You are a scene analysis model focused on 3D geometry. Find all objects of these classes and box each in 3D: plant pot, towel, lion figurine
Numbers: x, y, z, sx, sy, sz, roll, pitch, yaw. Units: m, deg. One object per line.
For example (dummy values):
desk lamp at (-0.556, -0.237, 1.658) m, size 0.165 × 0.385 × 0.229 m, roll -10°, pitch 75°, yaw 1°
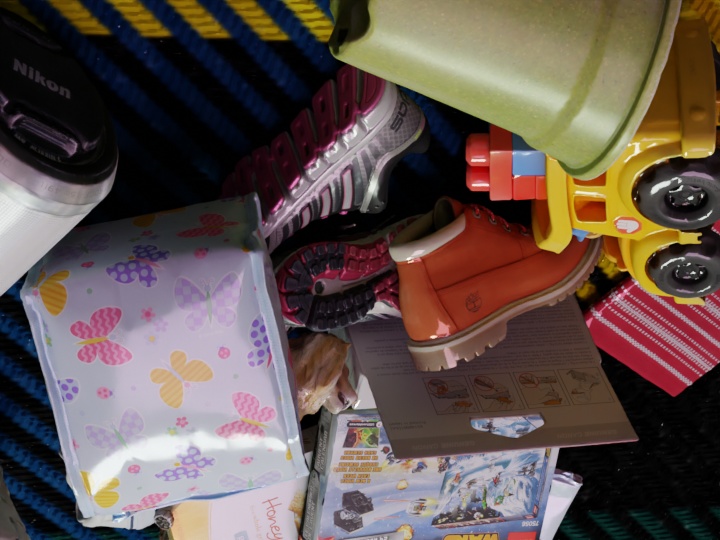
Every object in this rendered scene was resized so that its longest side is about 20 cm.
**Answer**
plant pot at (0.082, -0.175, 1.386) m, size 0.183 × 0.201 × 0.201 m, roll 13°, pitch 132°, yaw -14°
towel at (0.282, 0.016, 1.769) m, size 0.200 × 0.023 × 0.144 m, roll -40°, pitch 132°, yaw 21°
lion figurine at (-0.096, 0.114, 1.634) m, size 0.199 × 0.123 × 0.073 m, roll -20°, pitch 119°, yaw 37°

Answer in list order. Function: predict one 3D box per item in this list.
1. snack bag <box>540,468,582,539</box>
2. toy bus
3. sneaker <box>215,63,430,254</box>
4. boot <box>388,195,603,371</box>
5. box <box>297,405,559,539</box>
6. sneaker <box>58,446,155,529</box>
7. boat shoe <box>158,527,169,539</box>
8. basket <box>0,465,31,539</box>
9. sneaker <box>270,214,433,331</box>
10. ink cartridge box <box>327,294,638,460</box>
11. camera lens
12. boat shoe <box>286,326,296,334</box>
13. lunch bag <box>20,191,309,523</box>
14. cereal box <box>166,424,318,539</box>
snack bag at (0.063, 0.220, 1.808) m, size 0.187 × 0.021 × 0.201 m, roll 18°, pitch 117°, yaw -9°
toy bus at (0.172, -0.070, 1.569) m, size 0.190 × 0.137 × 0.201 m, roll -4°, pitch 142°, yaw 5°
sneaker at (-0.026, -0.061, 1.542) m, size 0.087 × 0.074 × 0.200 m, roll 26°, pitch 122°, yaw -37°
boot at (0.101, -0.017, 1.612) m, size 0.199 × 0.075 × 0.108 m, roll -32°, pitch 107°, yaw -38°
box at (0.056, 0.166, 1.711) m, size 0.198 × 0.040 × 0.138 m, roll 2°, pitch 110°, yaw -24°
sneaker at (-0.200, 0.144, 1.709) m, size 0.070 × 0.073 × 0.201 m, roll -11°, pitch 139°, yaw -11°
boat shoe at (-0.115, 0.143, 1.742) m, size 0.071 × 0.068 × 0.201 m, roll 20°, pitch 109°, yaw -23°
basket at (-0.355, 0.235, 1.686) m, size 0.139 × 0.176 × 0.201 m, roll 26°, pitch 105°, yaw -37°
sneaker at (0.000, 0.000, 1.613) m, size 0.199 × 0.082 × 0.074 m, roll -4°, pitch -178°, yaw -42°
ink cartridge box at (0.089, 0.083, 1.654) m, size 0.198 × 0.177 × 0.045 m, roll -2°, pitch 136°, yaw -19°
camera lens at (-0.266, -0.061, 1.397) m, size 0.159 × 0.161 × 0.200 m, roll 27°, pitch 123°, yaw -39°
boat shoe at (-0.146, 0.034, 1.608) m, size 0.198 × 0.075 × 0.093 m, roll 13°, pitch 140°, yaw -26°
lunch bag at (-0.131, 0.066, 1.490) m, size 0.168 × 0.127 × 0.202 m, roll -12°, pitch 113°, yaw 0°
cereal box at (-0.051, 0.202, 1.731) m, size 0.198 × 0.040 × 0.145 m, roll -20°, pitch 119°, yaw -10°
